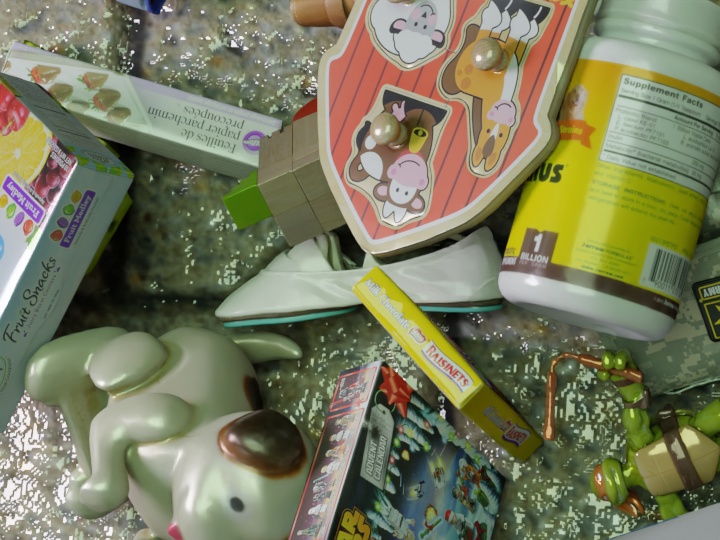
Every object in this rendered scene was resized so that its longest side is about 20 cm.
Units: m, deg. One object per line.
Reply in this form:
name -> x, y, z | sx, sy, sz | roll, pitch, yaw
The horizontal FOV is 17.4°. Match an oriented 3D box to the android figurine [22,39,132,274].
android figurine -> -0.255, -0.060, 1.681 | 0.182, 0.041, 0.200 | 28, 84, 19

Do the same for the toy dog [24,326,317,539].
toy dog -> -0.097, 0.125, 1.524 | 0.193, 0.140, 0.200 | -19, 30, -24

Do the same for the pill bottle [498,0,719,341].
pill bottle -> 0.157, -0.066, 1.405 | 0.109, 0.109, 0.201 | 14, 85, 19

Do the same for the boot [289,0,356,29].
boot -> 0.029, -0.185, 1.548 | 0.155, 0.200, 0.077 | -1, 110, 9

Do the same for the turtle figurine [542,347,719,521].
turtle figurine -> 0.212, 0.122, 1.481 | 0.161, 0.064, 0.201 | -20, 99, 13

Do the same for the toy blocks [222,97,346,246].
toy blocks -> 0.010, -0.095, 1.570 | 0.199, 0.137, 0.100 | -24, 115, 10

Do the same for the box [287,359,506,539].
box -> 0.018, 0.175, 1.458 | 0.040, 0.137, 0.200 | -18, 41, 38

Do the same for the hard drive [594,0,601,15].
hard drive -> 0.146, -0.281, 1.594 | 0.200, 0.026, 0.132 | 50, 121, 20

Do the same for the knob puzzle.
knob puzzle -> 0.039, -0.105, 1.426 | 0.219, 0.030, 0.220 | -13, 69, 37

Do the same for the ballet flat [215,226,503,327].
ballet flat -> 0.000, 0.000, 1.576 | 0.199, 0.069, 0.070 | -4, 77, 10

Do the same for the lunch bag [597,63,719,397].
lunch bag -> 0.221, -0.027, 1.496 | 0.164, 0.118, 0.201 | -18, 80, 14

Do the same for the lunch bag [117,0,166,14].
lunch bag -> -0.179, -0.311, 1.677 | 0.170, 0.124, 0.200 | 23, 71, 19

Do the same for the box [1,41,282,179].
box -> -0.153, -0.109, 1.636 | 0.199, 0.041, 0.039 | 16, 74, 5

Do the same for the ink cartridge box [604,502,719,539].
ink cartridge box -> 0.214, 0.253, 1.392 | 0.147, 0.145, 0.201 | -20, 92, 12

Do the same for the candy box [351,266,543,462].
candy box -> 0.058, 0.062, 1.478 | 0.026, 0.200, 0.102 | -45, 70, 0

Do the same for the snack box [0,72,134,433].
snack box -> -0.245, -0.014, 1.574 | 0.142, 0.053, 0.200 | 42, 109, 44
